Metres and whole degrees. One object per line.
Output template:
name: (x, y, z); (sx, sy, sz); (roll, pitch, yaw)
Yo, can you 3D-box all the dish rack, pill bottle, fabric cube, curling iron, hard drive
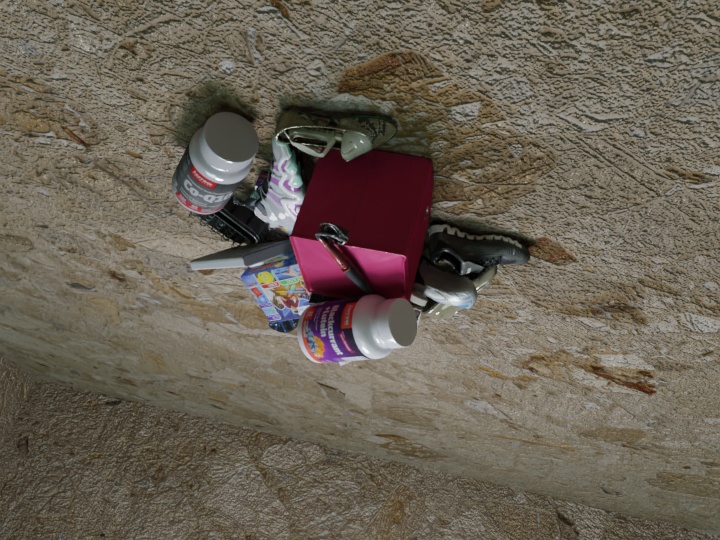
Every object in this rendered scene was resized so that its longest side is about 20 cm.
dish rack: (-0.290, -0.104, 1.332); (0.153, 0.055, 0.200); (39, 155, -15)
pill bottle: (-0.260, -0.189, 1.140); (0.114, 0.114, 0.200); (26, 151, -19)
fabric cube: (0.011, -0.074, 1.120); (0.199, 0.200, 0.196); (10, 150, 10)
pill bottle: (-0.005, 0.101, 1.114); (0.200, 0.112, 0.111); (-12, 142, 38)
curling iron: (-0.019, -0.012, 1.010); (0.049, 0.026, 0.200); (6, 151, 24)
hard drive: (-0.254, -0.032, 1.358); (0.200, 0.132, 0.026); (-4, 104, 45)

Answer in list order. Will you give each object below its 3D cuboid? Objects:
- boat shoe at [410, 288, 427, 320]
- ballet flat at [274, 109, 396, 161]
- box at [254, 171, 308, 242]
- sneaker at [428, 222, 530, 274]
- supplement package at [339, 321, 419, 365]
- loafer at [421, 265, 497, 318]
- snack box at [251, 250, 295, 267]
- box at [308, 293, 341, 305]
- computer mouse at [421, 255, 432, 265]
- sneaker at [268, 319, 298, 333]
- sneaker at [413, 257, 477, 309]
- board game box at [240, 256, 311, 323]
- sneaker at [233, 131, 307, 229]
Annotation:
boat shoe: (0.092, 0.064, 1.273); (0.072, 0.060, 0.200); (26, -175, -2)
ballet flat: (-0.045, -0.213, 1.029); (0.199, 0.075, 0.068); (9, 150, 12)
box: (-0.140, -0.112, 1.298); (0.136, 0.039, 0.200); (16, 152, 2)
sneaker: (0.220, -0.026, 1.215); (0.199, 0.091, 0.067); (13, 153, 5)
supplement package: (0.020, 0.110, 1.436); (0.200, 0.114, 0.110); (-23, 154, -12)
loafer: (0.210, 0.035, 1.316); (0.068, 0.076, 0.200); (26, 131, -32)
snack box: (-0.179, 0.000, 1.436); (0.200, 0.037, 0.116); (5, 133, 50)
box: (0.000, 0.000, 1.256); (0.141, 0.200, 0.079); (0, 147, 28)
computer mouse: (0.135, 0.019, 1.379); (0.200, 0.053, 0.138); (32, 149, -27)
sneaker: (-0.140, 0.076, 1.472); (0.200, 0.077, 0.076); (-25, 133, 37)
sneaker: (0.141, 0.025, 1.268); (0.200, 0.072, 0.073); (24, 150, 34)
board game box: (-0.142, 0.040, 1.354); (0.200, 0.034, 0.136); (-11, 121, 32)
sneaker: (-0.164, -0.149, 1.136); (0.139, 0.078, 0.200); (-10, 128, 7)
